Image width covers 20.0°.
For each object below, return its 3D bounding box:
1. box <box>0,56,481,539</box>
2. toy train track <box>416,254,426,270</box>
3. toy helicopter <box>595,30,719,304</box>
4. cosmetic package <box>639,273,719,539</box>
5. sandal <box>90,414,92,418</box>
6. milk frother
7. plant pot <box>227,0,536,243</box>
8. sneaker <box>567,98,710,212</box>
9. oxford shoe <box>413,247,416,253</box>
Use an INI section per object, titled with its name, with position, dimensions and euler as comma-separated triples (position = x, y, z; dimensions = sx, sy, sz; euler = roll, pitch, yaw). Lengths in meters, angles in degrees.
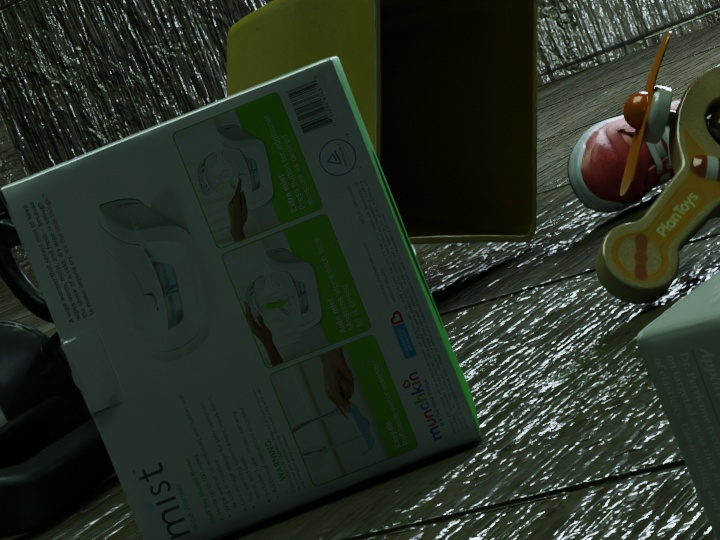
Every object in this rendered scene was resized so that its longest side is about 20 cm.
[box]
position = -0.057, 0.017, 1.020
dimensions = 0.176, 0.200, 0.097
euler = -22, 5, 4
[toy train track]
position = -0.031, 0.042, 1.515
dimensions = 0.200, 0.033, 0.115
euler = -25, 11, 32
[toy helicopter]
position = 0.196, -0.058, 1.207
dimensions = 0.200, 0.132, 0.079
euler = -46, -11, -32
[cosmetic package]
position = 0.179, 0.029, 0.479
dimensions = 0.200, 0.107, 0.090
euler = -14, 11, 39
[sandal]
position = -0.174, 0.095, 1.465
dimensions = 0.200, 0.043, 0.076
euler = -23, 6, -9
[milk frother]
position = -0.258, 0.068, 1.277
dimensions = 0.180, 0.200, 0.188
euler = -14, 10, 30
[plant pot]
position = 0.007, -0.122, 1.566
dimensions = 0.176, 0.200, 0.200
euler = 2, 2, 40
[sneaker]
position = 0.254, -0.104, 1.584
dimensions = 0.200, 0.071, 0.112
euler = -24, 3, -41
[oxford shoe]
position = 0.000, 0.000, 1.644
dimensions = 0.071, 0.071, 0.200
euler = 12, 17, -10
